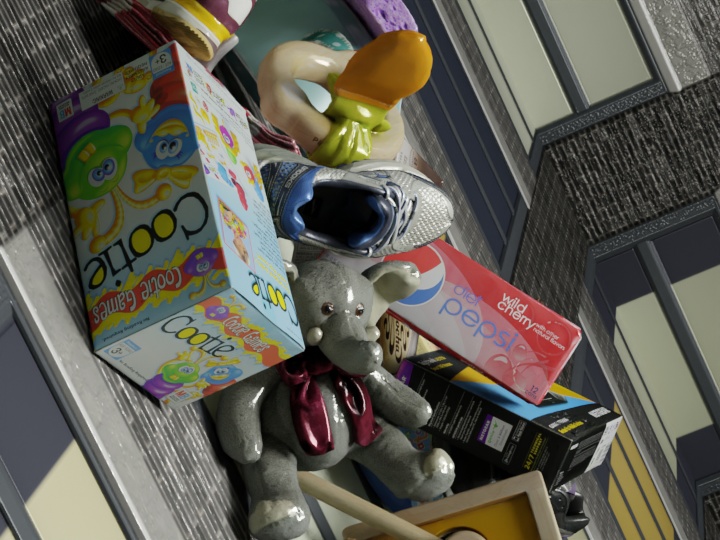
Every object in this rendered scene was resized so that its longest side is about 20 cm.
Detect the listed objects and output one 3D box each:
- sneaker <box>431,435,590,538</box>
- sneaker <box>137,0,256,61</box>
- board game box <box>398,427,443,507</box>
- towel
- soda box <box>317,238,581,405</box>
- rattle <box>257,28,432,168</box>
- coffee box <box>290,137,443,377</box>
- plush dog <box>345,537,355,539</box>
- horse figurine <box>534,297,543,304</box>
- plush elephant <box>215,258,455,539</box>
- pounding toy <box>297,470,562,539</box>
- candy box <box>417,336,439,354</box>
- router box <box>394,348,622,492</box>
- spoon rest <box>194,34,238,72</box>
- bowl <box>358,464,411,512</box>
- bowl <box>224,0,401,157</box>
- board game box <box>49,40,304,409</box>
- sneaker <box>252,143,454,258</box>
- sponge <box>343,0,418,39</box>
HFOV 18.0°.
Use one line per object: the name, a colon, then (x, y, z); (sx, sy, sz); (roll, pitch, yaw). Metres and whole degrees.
sneaker: (0.126, 0.171, 1.867); (0.200, 0.088, 0.076); (44, 31, -55)
sneaker: (-0.121, -0.216, 1.724); (0.075, 0.090, 0.200); (44, -4, -25)
board game box: (0.088, 0.180, 1.953); (0.200, 0.037, 0.151); (47, 28, -55)
towel: (-0.106, -0.129, 1.700); (0.200, 0.023, 0.144); (43, -2, 16)
soda box: (0.067, 0.022, 1.719); (0.200, 0.070, 0.063); (33, -2, 2)
rattle: (0.003, -0.172, 1.740); (0.200, 0.130, 0.143); (-57, 168, -57)
coffee box: (0.000, 0.000, 1.823); (0.113, 0.080, 0.200); (42, 55, -62)
plush dog: (0.067, 0.253, 1.531); (0.172, 0.200, 0.161); (5, 47, -46)
horse figurine: (0.103, 0.033, 1.874); (0.133, 0.050, 0.200); (41, 10, 3)
plush elephant: (-0.024, 0.064, 1.585); (0.200, 0.165, 0.155); (57, -36, 41)
pounding toy: (0.064, 0.233, 1.681); (0.142, 0.184, 0.200); (69, 5, -61)
candy box: (0.017, 0.011, 2.095); (0.200, 0.055, 0.115); (60, 15, -27)
router box: (0.118, 0.115, 1.825); (0.149, 0.051, 0.200); (25, 9, 15)
spoon rest: (-0.089, -0.100, 1.847); (0.099, 0.061, 0.200); (27, -30, 55)
bowl: (0.022, 0.116, 1.973); (0.201, 0.039, 0.201); (-23, 90, -77)
bowl: (-0.038, -0.167, 1.936); (0.201, 0.105, 0.201); (54, -2, 3)
board game box: (-0.123, -0.029, 1.491); (0.105, 0.103, 0.200); (44, 25, -53)
sneaker: (-0.001, -0.037, 1.607); (0.200, 0.085, 0.077); (4, 105, -42)
sponge: (0.007, -0.221, 1.907); (0.112, 0.030, 0.200); (54, -3, 5)
